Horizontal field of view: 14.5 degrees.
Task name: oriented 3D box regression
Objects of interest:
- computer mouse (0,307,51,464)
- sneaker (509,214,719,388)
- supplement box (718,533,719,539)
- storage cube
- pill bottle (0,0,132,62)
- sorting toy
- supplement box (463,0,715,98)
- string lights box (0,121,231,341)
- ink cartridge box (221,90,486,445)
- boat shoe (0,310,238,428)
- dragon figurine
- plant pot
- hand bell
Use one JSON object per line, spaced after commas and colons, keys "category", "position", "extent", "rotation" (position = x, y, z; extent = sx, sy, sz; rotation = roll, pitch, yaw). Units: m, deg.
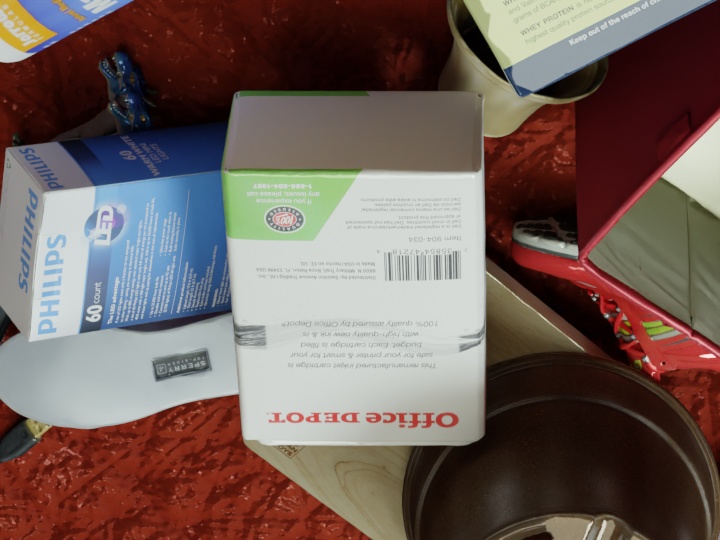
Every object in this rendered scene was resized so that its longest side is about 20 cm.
{"category": "computer mouse", "position": [-0.250, 0.063, 1.819], "extent": [0.140, 0.046, 0.200], "rotation": [34, 120, -17]}
{"category": "sneaker", "position": [0.178, 0.028, 1.741], "extent": [0.200, 0.077, 0.085], "rotation": [22, 103, -11]}
{"category": "supplement box", "position": [0.251, 0.207, 1.852], "extent": [0.199, 0.061, 0.109], "rotation": [21, 166, -12]}
{"category": "storage cube", "position": [0.237, -0.067, 1.612], "extent": [0.171, 0.180, 0.200], "rotation": [33, 121, -18]}
{"category": "pill bottle", "position": [-0.183, -0.186, 1.603], "extent": [0.200, 0.112, 0.112], "rotation": [-27, 119, 19]}
{"category": "sorting toy", "position": [0.064, 0.085, 1.801], "extent": [0.200, 0.070, 0.199], "rotation": [38, 117, -22]}
{"category": "supplement box", "position": [0.127, -0.238, 1.512], "extent": [0.200, 0.134, 0.200], "rotation": [-27, 106, 19]}
{"category": "string lights box", "position": [-0.112, -0.027, 1.681], "extent": [0.199, 0.059, 0.103], "rotation": [-8, 125, -29]}
{"category": "ink cartridge box", "position": [0.000, 0.000, 1.637], "extent": [0.145, 0.084, 0.200], "rotation": [0, 129, 3]}
{"category": "boat shoe", "position": [-0.132, 0.056, 1.795], "extent": [0.199, 0.065, 0.074], "rotation": [-3, 100, 3]}
{"category": "dragon figurine", "position": [-0.160, -0.037, 1.737], "extent": [0.099, 0.059, 0.200], "rotation": [-2, 123, 5]}
{"category": "plant pot", "position": [0.120, 0.176, 1.672], "extent": [0.200, 0.198, 0.201], "rotation": [1, 108, 3]}
{"category": "hand bell", "position": [0.055, -0.079, 1.693], "extent": [0.104, 0.104, 0.200], "rotation": [23, 134, -13]}
